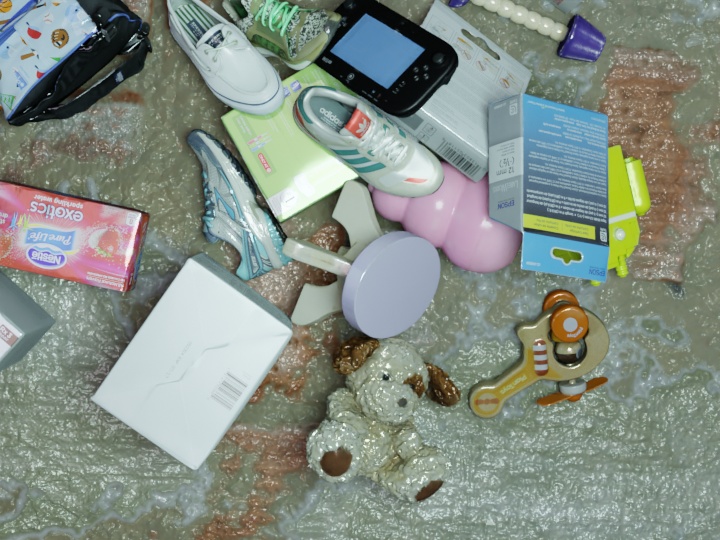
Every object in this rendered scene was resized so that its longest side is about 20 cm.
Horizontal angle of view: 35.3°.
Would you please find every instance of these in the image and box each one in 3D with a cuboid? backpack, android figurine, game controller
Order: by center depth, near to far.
[{"bbox_3d":[0.021,-0.245,1.285,0.104,0.042,0.200,-41,50,-12],"label":"game controller"},{"bbox_3d":[-0.363,-0.263,1.316,0.154,0.200,0.191,44,96,1],"label":"backpack"},{"bbox_3d":[0.286,-0.083,1.409,0.181,0.041,0.202,-13,91,-29],"label":"android figurine"}]

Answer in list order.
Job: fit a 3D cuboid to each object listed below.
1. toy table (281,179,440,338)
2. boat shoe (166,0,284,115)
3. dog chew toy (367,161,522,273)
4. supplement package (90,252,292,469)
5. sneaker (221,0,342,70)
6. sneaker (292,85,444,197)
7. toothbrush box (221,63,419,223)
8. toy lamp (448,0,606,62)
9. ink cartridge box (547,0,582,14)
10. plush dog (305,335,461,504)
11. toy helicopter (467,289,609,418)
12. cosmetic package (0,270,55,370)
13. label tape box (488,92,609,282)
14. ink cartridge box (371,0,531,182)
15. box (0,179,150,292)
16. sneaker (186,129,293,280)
[{"bbox_3d":[0.000,0.000,1.333,0.117,0.200,0.185,26,86,26],"label":"toy table"},{"bbox_3d":[-0.170,-0.259,1.338,0.074,0.067,0.200,-44,64,-11],"label":"boat shoe"},{"bbox_3d":[0.105,-0.077,1.387,0.199,0.125,0.125,22,91,4],"label":"dog chew toy"},{"bbox_3d":[-0.190,0.099,1.329,0.147,0.200,0.192,36,90,-5],"label":"supplement package"},{"bbox_3d":[-0.101,-0.290,1.317,0.088,0.199,0.077,35,79,-38],"label":"sneaker"},{"bbox_3d":[0.008,-0.148,1.298,0.199,0.093,0.071,33,88,-2],"label":"sneaker"},{"bbox_3d":[-0.049,-0.169,1.385,0.199,0.086,0.146,-31,92,-1],"label":"toothbrush box"},{"bbox_3d":[0.211,-0.316,1.412,0.199,0.058,0.059,24,90,-5],"label":"toy lamp"},{"bbox_3d":[0.224,-0.436,1.363,0.199,0.147,0.145,34,89,-5],"label":"ink cartridge box"},{"bbox_3d":[0.021,0.165,1.367,0.199,0.160,0.173,22,96,-30],"label":"plush dog"},{"bbox_3d":[0.228,0.128,1.433,0.199,0.079,0.133,-36,103,9],"label":"toy helicopter"},{"bbox_3d":[-0.428,0.058,1.310,0.102,0.200,0.074,42,89,-4],"label":"cosmetic package"},{"bbox_3d":[0.218,-0.090,1.308,0.142,0.066,0.202,7,81,-34],"label":"label tape box"},{"bbox_3d":[0.114,-0.222,1.375,0.162,0.201,0.050,35,134,-9],"label":"ink cartridge box"},{"bbox_3d":[-0.363,-0.043,1.363,0.198,0.095,0.101,13,92,-4],"label":"box"},{"bbox_3d":[-0.166,-0.078,1.387,0.086,0.078,0.201,-32,94,1],"label":"sneaker"}]
